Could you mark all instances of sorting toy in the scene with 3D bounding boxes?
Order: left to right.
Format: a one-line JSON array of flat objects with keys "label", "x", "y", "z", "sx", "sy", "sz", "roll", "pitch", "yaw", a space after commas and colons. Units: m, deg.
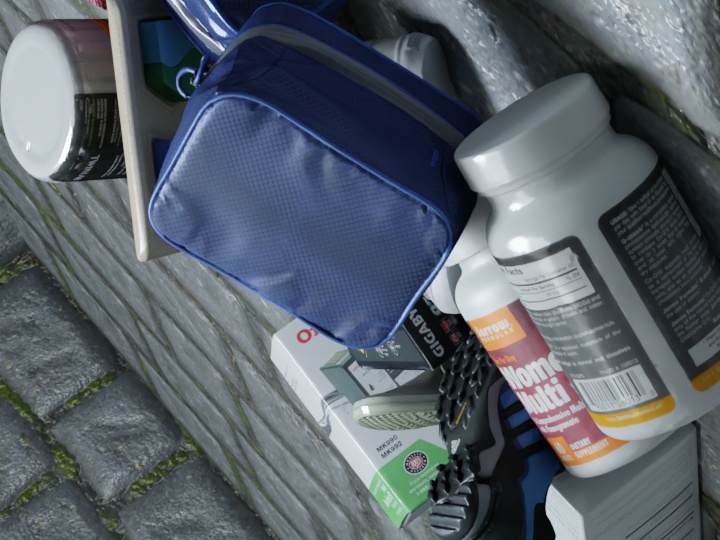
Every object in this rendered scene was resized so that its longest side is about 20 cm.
[{"label": "sorting toy", "x": -0.111, "y": -0.111, "z": 1.443, "sx": 0.036, "sy": 0.200, "sz": 0.186, "roll": -3, "pitch": 98, "yaw": 27}]

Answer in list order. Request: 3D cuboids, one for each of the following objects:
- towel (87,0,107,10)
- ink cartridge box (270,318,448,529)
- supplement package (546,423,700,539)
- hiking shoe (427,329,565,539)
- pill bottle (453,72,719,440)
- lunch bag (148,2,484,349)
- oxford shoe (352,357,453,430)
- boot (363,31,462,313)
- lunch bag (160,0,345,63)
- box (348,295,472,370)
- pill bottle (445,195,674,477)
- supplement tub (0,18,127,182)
[{"label": "towel", "x": -0.193, "y": -0.258, "z": 1.498, "sx": 0.200, "sy": 0.022, "sz": 0.145, "roll": 35, "pitch": 144, "yaw": 62}, {"label": "ink cartridge box", "x": 0.033, "y": 0.102, "z": 1.783, "sx": 0.200, "sy": 0.146, "sz": 0.084, "roll": 51, "pitch": 167, "yaw": 11}, {"label": "supplement package", "x": 0.179, "y": 0.162, "z": 1.513, "sx": 0.114, "sy": 0.109, "sz": 0.200, "roll": 46, "pitch": 164, "yaw": 32}, {"label": "hiking shoe", "x": 0.101, "y": 0.114, "z": 1.404, "sx": 0.087, "sy": 0.201, "sz": 0.074, "roll": 28, "pitch": 143, "yaw": -20}, {"label": "pill bottle", "x": 0.145, "y": -0.009, "z": 1.199, "sx": 0.200, "sy": 0.116, "sz": 0.116, "roll": 58, "pitch": 166, "yaw": -12}, {"label": "lunch bag", "x": -0.029, "y": -0.067, "z": 1.247, "sx": 0.200, "sy": 0.132, "sz": 0.136, "roll": 32, "pitch": 128, "yaw": -7}, {"label": "oxford shoe", "x": 0.078, "y": 0.084, "z": 1.532, "sx": 0.075, "sy": 0.199, "sz": 0.058, "roll": -25, "pitch": 76, "yaw": 59}, {"label": "boot", "x": 0.022, "y": -0.065, "z": 1.416, "sx": 0.074, "sy": 0.095, "sz": 0.201, "roll": -36, "pitch": -61, "yaw": -63}, {"label": "lunch bag", "x": -0.079, "y": -0.231, "z": 1.346, "sx": 0.200, "sy": 0.136, "sz": 0.132, "roll": 55, "pitch": 167, "yaw": -7}, {"label": "box", "x": 0.000, "y": 0.000, "z": 1.539, "sx": 0.159, "sy": 0.046, "sz": 0.200, "roll": 56, "pitch": 166, "yaw": -8}, {"label": "pill bottle", "x": 0.132, "y": 0.029, "z": 1.346, "sx": 0.200, "sy": 0.109, "sz": 0.110, "roll": 55, "pitch": 167, "yaw": -6}, {"label": "supplement tub", "x": -0.164, "y": -0.133, "z": 1.551, "sx": 0.122, "sy": 0.199, "sz": 0.123, "roll": 9, "pitch": 102, "yaw": 50}]
